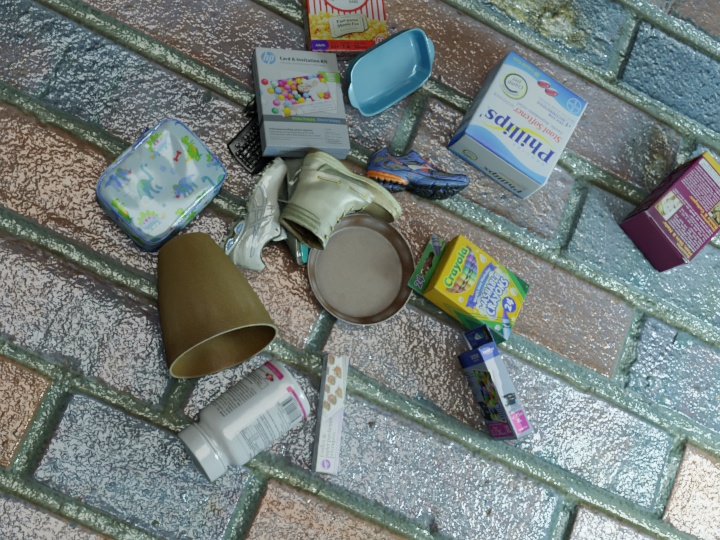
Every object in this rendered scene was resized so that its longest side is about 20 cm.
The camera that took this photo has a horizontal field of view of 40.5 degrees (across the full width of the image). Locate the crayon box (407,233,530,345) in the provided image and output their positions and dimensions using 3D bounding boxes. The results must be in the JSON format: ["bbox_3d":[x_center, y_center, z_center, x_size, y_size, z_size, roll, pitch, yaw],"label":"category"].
[{"bbox_3d":[0.197,0.027,1.755,0.199,0.052,0.126,34,60,-10],"label":"crayon box"}]

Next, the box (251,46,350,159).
[{"bbox_3d":[-0.107,-0.296,1.732,0.154,0.041,0.202,0,66,-20],"label":"box"}]

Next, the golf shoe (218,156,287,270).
[{"bbox_3d":[-0.161,-0.093,1.686,0.097,0.078,0.201,27,85,2],"label":"golf shoe"}]

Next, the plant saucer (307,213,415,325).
[{"bbox_3d":[0.000,0.000,1.738,0.198,0.034,0.202,3,78,-13],"label":"plant saucer"}]

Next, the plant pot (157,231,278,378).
[{"bbox_3d":[-0.257,0.045,1.598,0.185,0.187,0.201,-19,71,-17],"label":"plant pot"}]

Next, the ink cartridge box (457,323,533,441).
[{"bbox_3d":[0.228,0.199,1.713,0.042,0.119,0.202,-19,84,-15],"label":"ink cartridge box"}]

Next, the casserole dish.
[{"bbox_3d":[0.049,-0.368,1.796,0.199,0.039,0.122,-34,132,-19],"label":"casserole dish"}]

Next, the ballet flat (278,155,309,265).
[{"bbox_3d":[-0.118,-0.107,1.722,0.063,0.067,0.202,1,77,13],"label":"ballet flat"}]

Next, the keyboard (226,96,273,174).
[{"bbox_3d":[-0.160,-0.274,1.748,0.104,0.040,0.200,42,71,-4],"label":"keyboard"}]

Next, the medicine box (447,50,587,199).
[{"bbox_3d":[0.294,-0.271,1.834,0.181,0.103,0.201,32,72,-7],"label":"medicine box"}]

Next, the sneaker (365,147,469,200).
[{"bbox_3d":[0.107,-0.181,1.784,0.198,0.075,0.079,8,74,-15],"label":"sneaker"}]

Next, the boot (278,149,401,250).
[{"bbox_3d":[-0.034,-0.097,1.684,0.199,0.072,0.156,31,63,-17],"label":"boot"}]

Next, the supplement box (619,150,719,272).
[{"bbox_3d":[0.625,-0.112,1.889,0.200,0.103,0.131,-40,91,-19],"label":"supplement box"}]

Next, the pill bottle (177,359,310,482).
[{"bbox_3d":[-0.191,0.246,1.596,0.199,0.113,0.114,-35,89,-19],"label":"pill bottle"}]

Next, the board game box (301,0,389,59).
[{"bbox_3d":[-0.033,-0.495,1.821,0.150,0.046,0.202,-4,80,-16],"label":"board game box"}]

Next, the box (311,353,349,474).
[{"bbox_3d":[-0.052,0.245,1.672,0.038,0.041,0.202,9,76,-13],"label":"box"}]

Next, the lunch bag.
[{"bbox_3d":[-0.339,-0.148,1.652,0.161,0.082,0.200,44,72,-4],"label":"lunch bag"}]
